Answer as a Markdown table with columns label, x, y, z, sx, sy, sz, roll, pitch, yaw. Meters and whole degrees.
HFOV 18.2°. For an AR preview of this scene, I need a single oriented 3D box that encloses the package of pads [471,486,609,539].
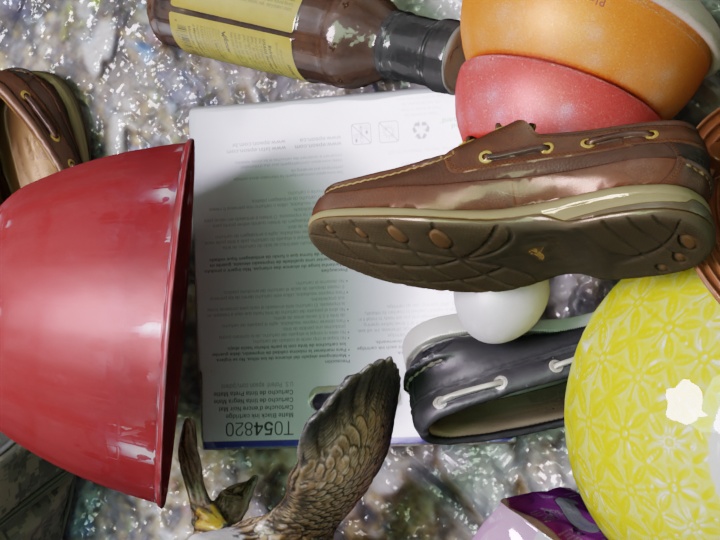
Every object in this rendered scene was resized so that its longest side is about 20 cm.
| label | x | y | z | sx | sy | sz | roll | pitch | yaw |
| --- | --- | --- | --- | --- | --- | --- | --- | --- | --- |
| package of pads | 0.065 | 0.212 | 1.188 | 0.076 | 0.120 | 0.200 | 37 | 102 | 20 |

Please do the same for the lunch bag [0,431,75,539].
| label | x | y | z | sx | sy | sz | roll | pitch | yaw |
| --- | --- | --- | --- | --- | --- | --- | --- | --- | --- |
| lunch bag | -0.270 | 0.115 | 1.325 | 0.200 | 0.139 | 0.168 | 23 | 125 | 21 |

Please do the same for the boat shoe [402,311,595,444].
| label | x | y | z | sx | sy | sz | roll | pitch | yaw |
| --- | --- | --- | --- | --- | --- | --- | --- | --- | --- |
| boat shoe | 0.122 | 0.054 | 1.168 | 0.200 | 0.074 | 0.060 | -3 | 55 | -2 |

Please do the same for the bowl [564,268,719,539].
| label | x | y | z | sx | sy | sz | roll | pitch | yaw |
| --- | --- | --- | --- | --- | --- | --- | --- | --- | --- |
| bowl | 0.206 | 0.080 | 1.096 | 0.200 | 0.108 | 0.200 | -1 | 98 | -6 |

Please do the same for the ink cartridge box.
| label | x | y | z | sx | sy | sz | roll | pitch | yaw |
| --- | --- | --- | --- | --- | --- | --- | --- | --- | --- |
| ink cartridge box | 0.000 | 0.000 | 1.268 | 0.199 | 0.041 | 0.200 | -2 | 87 | 22 |

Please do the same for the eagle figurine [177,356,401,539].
| label | x | y | z | sx | sy | sz | roll | pitch | yaw |
| --- | --- | --- | --- | --- | --- | --- | --- | --- | --- |
| eagle figurine | -0.033 | 0.145 | 1.176 | 0.200 | 0.151 | 0.152 | -22 | 102 | 49 |

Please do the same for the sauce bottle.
| label | x | y | z | sx | sy | sz | roll | pitch | yaw |
| --- | --- | --- | --- | --- | --- | --- | --- | --- | --- |
| sauce bottle | -0.026 | -0.136 | 1.260 | 0.200 | 0.065 | 0.065 | 18 | 95 | 31 |

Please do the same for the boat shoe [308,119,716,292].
| label | x | y | z | sx | sy | sz | roll | pitch | yaw |
| --- | --- | --- | --- | --- | --- | --- | --- | --- | --- |
| boat shoe | 0.074 | -0.034 | 1.083 | 0.200 | 0.072 | 0.068 | -4 | 59 | 20 |

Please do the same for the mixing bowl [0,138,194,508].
| label | x | y | z | sx | sy | sz | roll | pitch | yaw |
| --- | --- | --- | --- | --- | --- | --- | --- | --- | --- |
| mixing bowl | -0.149 | 0.025 | 1.200 | 0.108 | 0.200 | 0.200 | 4 | 89 | -2 |

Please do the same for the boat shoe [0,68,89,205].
| label | x | y | z | sx | sy | sz | roll | pitch | yaw |
| --- | --- | --- | --- | --- | --- | --- | --- | --- | --- |
| boat shoe | -0.184 | -0.026 | 1.323 | 0.072 | 0.068 | 0.200 | -26 | 78 | 19 |

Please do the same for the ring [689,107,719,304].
| label | x | y | z | sx | sy | sz | roll | pitch | yaw |
| --- | --- | --- | --- | --- | --- | --- | --- | --- | --- |
| ring | 0.250 | -0.020 | 1.095 | 0.200 | 0.200 | 0.019 | 42 | 143 | 19 |

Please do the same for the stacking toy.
| label | x | y | z | sx | sy | sz | roll | pitch | yaw |
| --- | --- | --- | --- | --- | --- | --- | --- | --- | --- |
| stacking toy | 0.091 | -0.058 | 1.153 | 0.146 | 0.146 | 0.200 | 17 | 78 | 23 |
